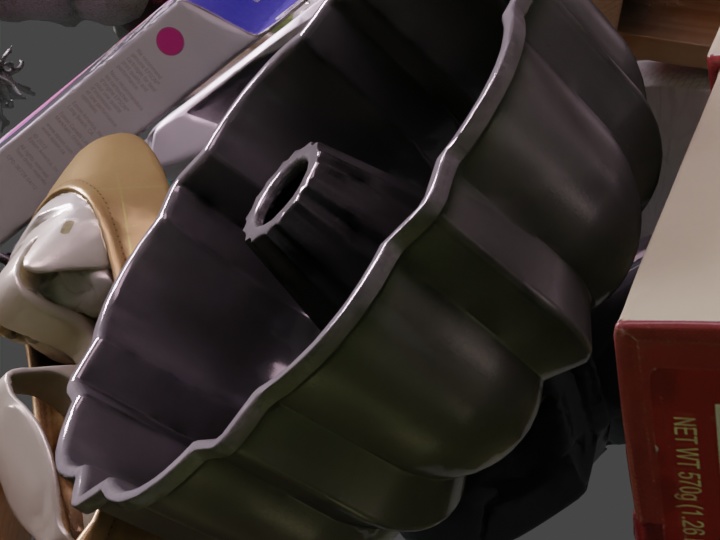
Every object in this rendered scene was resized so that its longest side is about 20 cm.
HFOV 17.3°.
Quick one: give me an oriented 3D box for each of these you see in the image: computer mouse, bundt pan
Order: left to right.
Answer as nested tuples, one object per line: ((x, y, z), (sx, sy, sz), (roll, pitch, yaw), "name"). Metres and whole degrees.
((-0.050, -0.046, 0.884), (0.200, 0.044, 0.110), (-37, 2, 5), "computer mouse")
((0.006, -0.002, 0.651), (0.202, 0.076, 0.202), (-46, 21, 23), "bundt pan")

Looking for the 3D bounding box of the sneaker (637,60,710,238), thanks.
((0.172, -0.043, 0.837), (0.200, 0.075, 0.089), (12, 38, 12), "sneaker")

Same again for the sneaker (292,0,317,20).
((0.015, -0.093, 1.013), (0.081, 0.077, 0.200), (-16, 20, 9), "sneaker")

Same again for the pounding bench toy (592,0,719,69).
((0.143, -0.156, 0.830), (0.156, 0.124, 0.200), (8, 32, 2), "pounding bench toy")

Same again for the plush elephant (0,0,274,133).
((-0.096, -0.149, 1.077), (0.155, 0.200, 0.165), (4, 22, -24), "plush elephant")

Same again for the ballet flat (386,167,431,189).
((0.026, -0.054, 0.822), (0.068, 0.068, 0.200), (-5, 25, 11), "ballet flat")

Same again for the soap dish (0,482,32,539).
((-0.182, 0.108, 0.679), (0.157, 0.081, 0.200), (-8, 28, 5), "soap dish")

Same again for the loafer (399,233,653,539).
((0.079, 0.021, 0.766), (0.200, 0.073, 0.072), (-21, 24, -22), "loafer")

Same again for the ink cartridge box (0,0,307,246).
((-0.086, -0.075, 0.931), (0.200, 0.037, 0.095), (-34, 10, 22), "ink cartridge box")

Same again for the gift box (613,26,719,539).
((0.153, 0.024, 0.607), (0.200, 0.185, 0.187), (7, 33, 18), "gift box")

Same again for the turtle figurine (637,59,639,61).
((0.155, -0.087, 0.921), (0.200, 0.101, 0.150), (-7, 31, -10), "turtle figurine")

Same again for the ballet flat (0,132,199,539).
((-0.085, 0.027, 0.739), (0.063, 0.069, 0.200), (17, 41, -33), "ballet flat")
